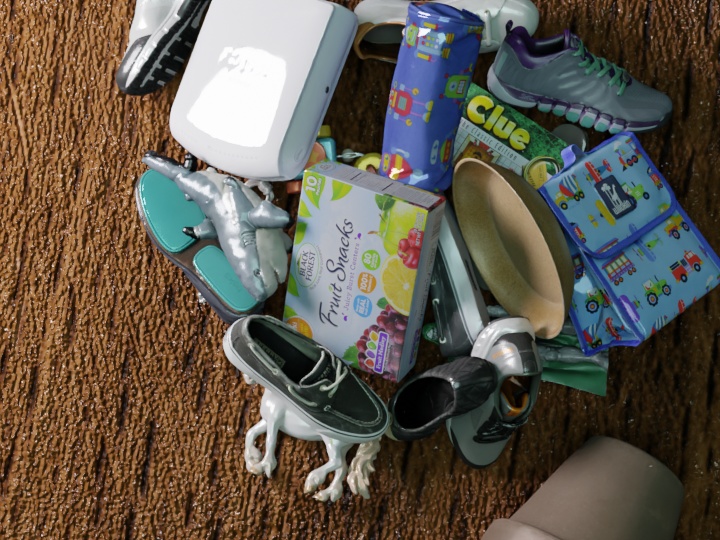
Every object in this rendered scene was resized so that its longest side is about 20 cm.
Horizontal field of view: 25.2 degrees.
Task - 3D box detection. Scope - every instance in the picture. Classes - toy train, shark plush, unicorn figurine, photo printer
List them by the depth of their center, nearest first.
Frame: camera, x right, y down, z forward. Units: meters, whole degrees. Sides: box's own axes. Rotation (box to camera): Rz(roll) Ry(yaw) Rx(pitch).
[{"bbox_3d":[-0.148,-0.060,1.669,0.200,0.091,0.083,43,76,0],"label":"shark plush"},{"bbox_3d":[-0.107,-0.198,1.696,0.166,0.069,0.200,22,91,30],"label":"photo printer"},{"bbox_3d":[-0.070,0.161,1.722,0.200,0.074,0.138,23,81,-11],"label":"unicorn figurine"},{"bbox_3d":[-0.025,-0.068,1.723,0.200,0.056,0.150,33,91,2],"label":"toy train"}]

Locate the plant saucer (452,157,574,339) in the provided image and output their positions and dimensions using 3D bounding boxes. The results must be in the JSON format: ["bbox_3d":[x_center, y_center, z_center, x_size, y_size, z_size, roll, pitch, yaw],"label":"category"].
[{"bbox_3d":[0.160,-0.028,1.620,0.035,0.200,0.201,-27,88,-16],"label":"plant saucer"}]

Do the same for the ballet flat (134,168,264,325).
[{"bbox_3d":[-0.174,-0.019,1.719,0.073,0.073,0.200,-40,77,2],"label":"ballet flat"}]

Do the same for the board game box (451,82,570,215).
[{"bbox_3d":[0.134,-0.128,1.706,0.200,0.023,0.105,34,93,17],"label":"board game box"}]

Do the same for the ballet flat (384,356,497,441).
[{"bbox_3d":[0.069,0.130,1.659,0.057,0.200,0.067,-5,72,-31],"label":"ballet flat"}]

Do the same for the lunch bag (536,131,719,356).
[{"bbox_3d":[0.258,-0.039,1.646,0.150,0.094,0.200,-33,97,-32],"label":"lunch bag"}]

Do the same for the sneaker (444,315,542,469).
[{"bbox_3d":[0.139,0.140,1.660,0.074,0.200,0.079,-4,45,-18],"label":"sneaker"}]

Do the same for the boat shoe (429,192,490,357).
[{"bbox_3d":[0.085,-0.004,1.694,0.057,0.069,0.200,-22,68,13],"label":"boat shoe"}]

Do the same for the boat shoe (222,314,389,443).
[{"bbox_3d":[-0.048,0.113,1.661,0.200,0.064,0.071,32,62,-15],"label":"boat shoe"}]

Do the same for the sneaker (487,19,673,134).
[{"bbox_3d":[0.236,-0.202,1.681,0.199,0.075,0.088,10,131,-4],"label":"sneaker"}]

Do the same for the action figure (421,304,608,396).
[{"bbox_3d":[0.164,0.072,1.715,0.199,0.055,0.118,2,92,7],"label":"action figure"}]

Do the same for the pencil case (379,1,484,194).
[{"bbox_3d":[0.073,-0.174,1.646,0.087,0.078,0.200,-6,117,-35],"label":"pencil case"}]

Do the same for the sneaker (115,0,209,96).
[{"bbox_3d":[-0.213,-0.281,1.736,0.080,0.074,0.200,28,86,17],"label":"sneaker"}]

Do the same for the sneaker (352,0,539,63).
[{"bbox_3d":[0.088,-0.244,1.696,0.199,0.085,0.073,-3,129,10],"label":"sneaker"}]

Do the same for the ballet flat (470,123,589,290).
[{"bbox_3d":[0.184,-0.066,1.721,0.067,0.046,0.200,30,94,15],"label":"ballet flat"}]

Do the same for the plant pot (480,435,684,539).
[{"bbox_3d":[0.242,0.271,1.656,0.200,0.200,0.175,32,72,3],"label":"plant pot"}]

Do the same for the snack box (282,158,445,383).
[{"bbox_3d":[0.000,0.000,1.666,0.142,0.053,0.200,19,117,20],"label":"snack box"}]
